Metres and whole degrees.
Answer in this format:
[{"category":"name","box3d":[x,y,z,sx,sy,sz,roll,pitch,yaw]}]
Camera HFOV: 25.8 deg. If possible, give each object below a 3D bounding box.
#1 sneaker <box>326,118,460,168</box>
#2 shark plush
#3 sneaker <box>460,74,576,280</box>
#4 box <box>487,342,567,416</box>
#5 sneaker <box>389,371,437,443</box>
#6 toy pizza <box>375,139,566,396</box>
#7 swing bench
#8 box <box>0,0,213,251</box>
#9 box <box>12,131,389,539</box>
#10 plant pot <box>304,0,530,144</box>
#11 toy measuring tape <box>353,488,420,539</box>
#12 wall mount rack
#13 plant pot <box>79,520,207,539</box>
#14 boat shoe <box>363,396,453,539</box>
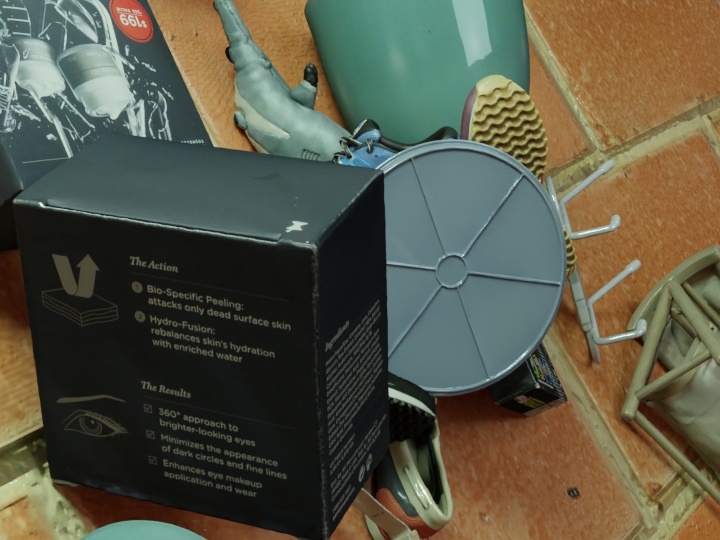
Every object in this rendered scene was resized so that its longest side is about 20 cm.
[{"category":"sneaker","box3d":[-0.009,-0.075,1.248,0.079,0.198,0.090,-120,-160,-68]},{"category":"shark plush","box3d":[-0.056,-0.143,1.317,0.091,0.083,0.201,-15,77,-55]},{"category":"sneaker","box3d":[0.119,-0.077,1.319,0.090,0.074,0.201,-131,-159,-59]},{"category":"box","box3d":[0.114,0.028,1.373,0.200,0.047,0.195,31,38,-73]},{"category":"sneaker","box3d":[-0.029,0.063,1.170,0.199,0.070,0.091,17,53,-23]},{"category":"toy pizza","box3d":[0.066,-0.002,1.226,0.200,0.200,0.032,46,-6,-18]},{"category":"swing bench","box3d":[0.381,0.120,1.639,0.199,0.129,0.201,44,31,-19]},{"category":"box","box3d":[-0.221,-0.119,1.069,0.199,0.104,0.183,-14,77,-55]},{"category":"box","box3d":[-0.090,0.037,0.962,0.117,0.195,0.202,-48,142,-55]},{"category":"plant pot","box3d":[0.063,-0.178,1.410,0.200,0.200,0.162,-1,75,-52]},{"category":"toy measuring tape","box3d":[-0.036,0.158,1.123,0.200,0.073,0.074,44,36,-20]},{"category":"wall mount rack","box3d":[0.238,-0.017,1.563,0.174,0.074,0.201,-81,155,-67]},{"category":"plant pot","box3d":[-0.137,0.237,0.838,0.201,0.199,0.188,52,20,-9]},{"category":"boat shoe","box3d":[0.035,0.123,1.246,0.071,0.062,0.201,26,44,-35]}]
